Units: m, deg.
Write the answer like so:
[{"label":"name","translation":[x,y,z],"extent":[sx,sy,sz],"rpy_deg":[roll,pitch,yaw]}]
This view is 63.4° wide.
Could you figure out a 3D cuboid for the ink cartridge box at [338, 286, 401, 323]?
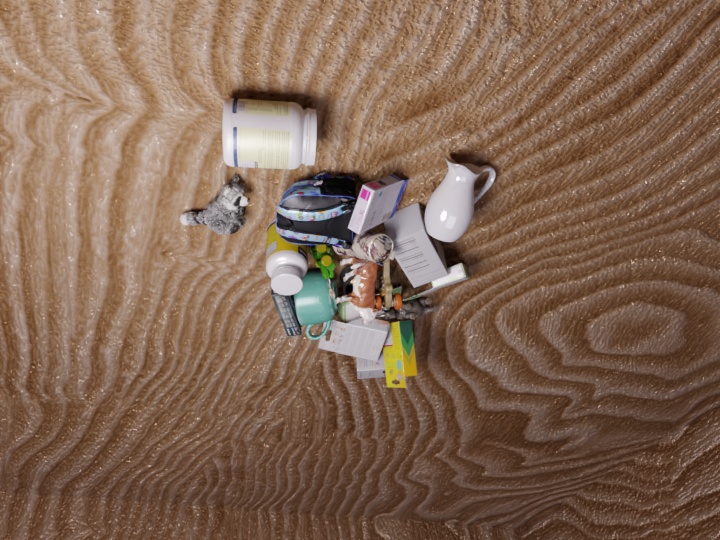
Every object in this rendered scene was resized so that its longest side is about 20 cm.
[{"label":"ink cartridge box","translation":[0.028,0.112,1.837],"extent":[0.198,0.048,0.146],"rpy_deg":[-20,142,-17]}]

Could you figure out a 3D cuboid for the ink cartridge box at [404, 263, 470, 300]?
[{"label":"ink cartridge box","translation":[0.222,0.035,1.728],"extent":[0.198,0.048,0.145],"rpy_deg":[-20,173,15]}]

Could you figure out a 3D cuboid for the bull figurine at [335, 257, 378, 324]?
[{"label":"bull figurine","translation":[-0.002,0.054,1.628],"extent":[0.120,0.065,0.202],"rpy_deg":[-2,109,-23]}]

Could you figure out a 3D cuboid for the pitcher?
[{"label":"pitcher","translation":[0.257,-0.179,1.493],"extent":[0.170,0.121,0.202],"rpy_deg":[1,119,-30]}]

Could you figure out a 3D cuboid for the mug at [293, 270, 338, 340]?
[{"label":"mug","translation":[-0.124,0.090,1.715],"extent":[0.113,0.153,0.187],"rpy_deg":[-8,127,3]}]

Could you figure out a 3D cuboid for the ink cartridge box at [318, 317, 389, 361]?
[{"label":"ink cartridge box","translation":[-0.023,0.204,1.829],"extent":[0.198,0.050,0.163],"rpy_deg":[14,136,-1]}]

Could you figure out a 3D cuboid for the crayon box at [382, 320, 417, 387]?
[{"label":"crayon box","translation":[0.120,0.262,1.820],"extent":[0.050,0.203,0.127],"rpy_deg":[-2,173,-26]}]

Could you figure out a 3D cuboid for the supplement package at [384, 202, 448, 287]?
[{"label":"supplement package","translation":[0.154,-0.067,1.610],"extent":[0.109,0.115,0.200],"rpy_deg":[-20,136,16]}]

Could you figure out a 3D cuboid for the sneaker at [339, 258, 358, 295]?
[{"label":"sneaker","translation":[0.000,0.000,1.685],"extent":[0.075,0.091,0.201],"rpy_deg":[12,134,-17]}]

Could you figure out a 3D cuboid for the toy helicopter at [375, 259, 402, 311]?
[{"label":"toy helicopter","translation":[0.073,0.012,1.699],"extent":[0.078,0.133,0.202],"rpy_deg":[-4,120,-7]}]

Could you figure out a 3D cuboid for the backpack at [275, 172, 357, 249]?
[{"label":"backpack","translation":[-0.113,-0.151,1.468],"extent":[0.197,0.136,0.184],"rpy_deg":[0,138,-7]}]

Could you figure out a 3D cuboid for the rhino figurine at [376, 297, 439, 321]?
[{"label":"rhino figurine","translation":[0.139,0.126,1.815],"extent":[0.198,0.061,0.087],"rpy_deg":[-11,-179,-22]}]

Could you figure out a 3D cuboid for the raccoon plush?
[{"label":"raccoon plush","translation":[-0.371,-0.165,1.460],"extent":[0.197,0.097,0.135],"rpy_deg":[-5,131,-1]}]

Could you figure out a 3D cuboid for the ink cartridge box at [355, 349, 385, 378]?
[{"label":"ink cartridge box","translation":[0.081,0.274,1.947],"extent":[0.197,0.146,0.084],"rpy_deg":[-4,150,-3]}]

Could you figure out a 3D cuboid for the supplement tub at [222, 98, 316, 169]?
[{"label":"supplement tub","translation":[-0.199,-0.299,1.287],"extent":[0.197,0.146,0.146],"rpy_deg":[1,138,-9]}]

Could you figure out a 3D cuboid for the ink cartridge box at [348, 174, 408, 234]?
[{"label":"ink cartridge box","translation":[0.047,-0.170,1.452],"extent":[0.042,0.200,0.120],"rpy_deg":[32,119,19]}]

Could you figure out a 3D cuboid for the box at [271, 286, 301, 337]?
[{"label":"box","translation":[-0.210,0.069,1.683],"extent":[0.045,0.160,0.201],"rpy_deg":[-8,139,4]}]

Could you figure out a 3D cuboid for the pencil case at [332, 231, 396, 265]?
[{"label":"pencil case","translation":[0.004,-0.066,1.549],"extent":[0.078,0.199,0.090],"rpy_deg":[-52,122,-16]}]

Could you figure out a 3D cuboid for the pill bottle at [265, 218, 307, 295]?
[{"label":"pill bottle","translation":[-0.194,-0.038,1.535],"extent":[0.110,0.202,0.112],"rpy_deg":[-4,139,-3]}]

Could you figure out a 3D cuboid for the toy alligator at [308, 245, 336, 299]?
[{"label":"toy alligator","translation":[-0.093,-0.023,1.630],"extent":[0.054,0.202,0.059],"rpy_deg":[-26,-171,-27]}]
